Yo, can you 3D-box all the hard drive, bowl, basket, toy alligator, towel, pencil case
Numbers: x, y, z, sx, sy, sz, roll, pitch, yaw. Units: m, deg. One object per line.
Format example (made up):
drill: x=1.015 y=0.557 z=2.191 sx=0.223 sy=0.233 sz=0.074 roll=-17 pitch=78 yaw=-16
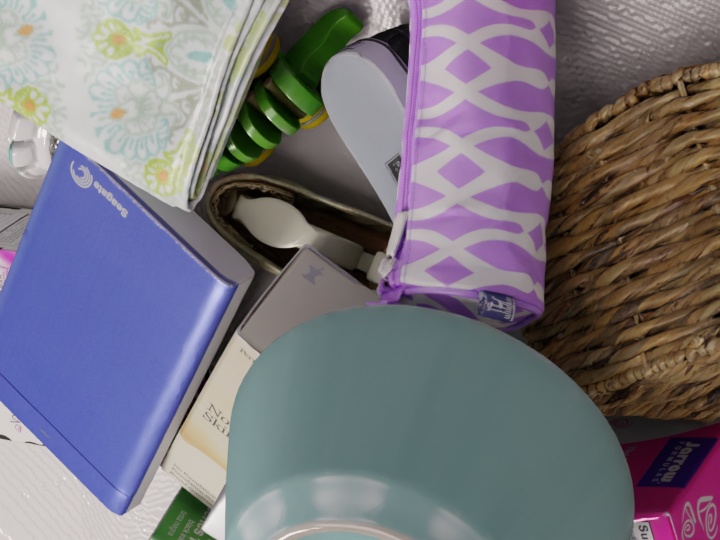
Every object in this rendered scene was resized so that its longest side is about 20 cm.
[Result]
hard drive: x=-0.144 y=0.030 z=1.242 sx=0.132 sy=0.025 sz=0.200 roll=42 pitch=132 yaw=16
bowl: x=0.017 y=0.126 z=1.015 sx=0.200 sy=0.105 sz=0.201 roll=10 pitch=126 yaw=14
basket: x=0.188 y=-0.017 z=1.074 sx=0.200 sy=0.149 sz=0.143 roll=-25 pitch=68 yaw=40
toy alligator: x=-0.078 y=-0.072 z=1.189 sx=0.200 sy=0.054 sz=0.059 roll=-31 pitch=128 yaw=25
towel: x=-0.136 y=-0.143 z=1.125 sx=0.200 sy=0.048 sz=0.171 roll=32 pitch=124 yaw=10
pencil case: x=0.049 y=-0.065 z=1.057 sx=0.085 sy=0.201 sz=0.084 roll=10 pitch=162 yaw=-18

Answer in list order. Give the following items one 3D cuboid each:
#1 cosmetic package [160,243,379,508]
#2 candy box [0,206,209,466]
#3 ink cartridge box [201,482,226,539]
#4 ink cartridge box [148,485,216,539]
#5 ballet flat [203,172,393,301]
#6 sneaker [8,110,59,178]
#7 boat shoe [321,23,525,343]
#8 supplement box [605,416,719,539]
cosmetic package: x=-0.034 y=0.079 z=1.224 sx=0.105 sy=0.071 sz=0.200 roll=36 pitch=150 yaw=4
candy box: x=-0.193 y=0.036 z=1.347 sx=0.199 sy=0.061 sz=0.137 roll=6 pitch=117 yaw=33
ink cartridge box: x=0.032 y=0.137 z=1.116 sx=0.200 sy=0.050 sz=0.109 roll=32 pitch=130 yaw=-2
ink cartridge box: x=-0.051 y=0.237 z=1.327 sx=0.200 sy=0.083 sz=0.147 roll=27 pitch=117 yaw=2
ballet flat: x=0.000 y=0.000 z=1.194 sx=0.200 sy=0.062 sz=0.068 roll=21 pitch=86 yaw=21
sneaker: x=-0.135 y=-0.130 z=1.223 sx=0.091 sy=0.078 sz=0.200 roll=16 pitch=129 yaw=4
boat shoe: x=0.054 y=-0.034 z=1.143 sx=0.200 sy=0.068 sz=0.074 roll=58 pitch=140 yaw=3
supplement box: x=0.108 y=0.145 z=1.196 sx=0.199 sy=0.101 sz=0.104 roll=-3 pitch=115 yaw=33
